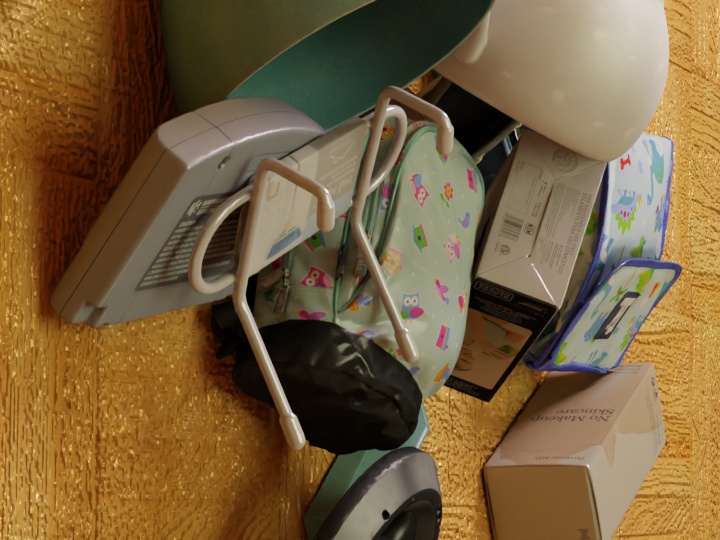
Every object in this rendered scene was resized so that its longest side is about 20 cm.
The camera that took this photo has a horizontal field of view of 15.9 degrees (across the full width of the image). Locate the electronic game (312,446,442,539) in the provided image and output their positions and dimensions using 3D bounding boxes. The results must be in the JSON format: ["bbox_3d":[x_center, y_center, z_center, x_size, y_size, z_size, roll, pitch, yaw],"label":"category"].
[{"bbox_3d":[-0.007,0.203,1.631,0.200,0.042,0.200,-50,156,-32],"label":"electronic game"}]

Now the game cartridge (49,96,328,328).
[{"bbox_3d":[-0.086,-0.036,1.442,0.133,0.041,0.200,-59,163,17],"label":"game cartridge"}]

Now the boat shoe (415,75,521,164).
[{"bbox_3d":[0.100,-0.136,1.798,0.072,0.202,0.060,38,23,-18],"label":"boat shoe"}]

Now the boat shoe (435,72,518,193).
[{"bbox_3d":[0.097,-0.158,1.942,0.084,0.068,0.201,-14,98,-67],"label":"boat shoe"}]

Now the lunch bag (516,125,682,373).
[{"bbox_3d":[0.177,-0.017,2.065,0.170,0.127,0.201,5,91,-64],"label":"lunch bag"}]

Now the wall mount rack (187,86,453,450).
[{"bbox_3d":[-0.015,-0.006,1.469,0.200,0.074,0.174,-34,145,-44],"label":"wall mount rack"}]

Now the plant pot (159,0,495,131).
[{"bbox_3d":[-0.039,-0.172,1.504,0.135,0.200,0.200,61,19,13],"label":"plant pot"}]

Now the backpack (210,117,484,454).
[{"bbox_3d":[0.000,0.000,1.621,0.167,0.126,0.201,51,46,-56],"label":"backpack"}]

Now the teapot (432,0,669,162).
[{"bbox_3d":[0.123,-0.172,1.648,0.146,0.197,0.200,-60,-156,10],"label":"teapot"}]

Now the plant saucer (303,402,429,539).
[{"bbox_3d":[0.008,0.139,1.779,0.200,0.019,0.070,-60,142,-53],"label":"plant saucer"}]

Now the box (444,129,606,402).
[{"bbox_3d":[0.099,0.000,1.746,0.200,0.060,0.117,118,-8,-66],"label":"box"}]

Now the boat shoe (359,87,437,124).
[{"bbox_3d":[0.023,-0.052,1.757,0.200,0.071,0.065,66,31,-45],"label":"boat shoe"}]

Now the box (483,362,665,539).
[{"bbox_3d":[0.176,0.150,2.084,0.200,0.095,0.078,-48,131,-60],"label":"box"}]
